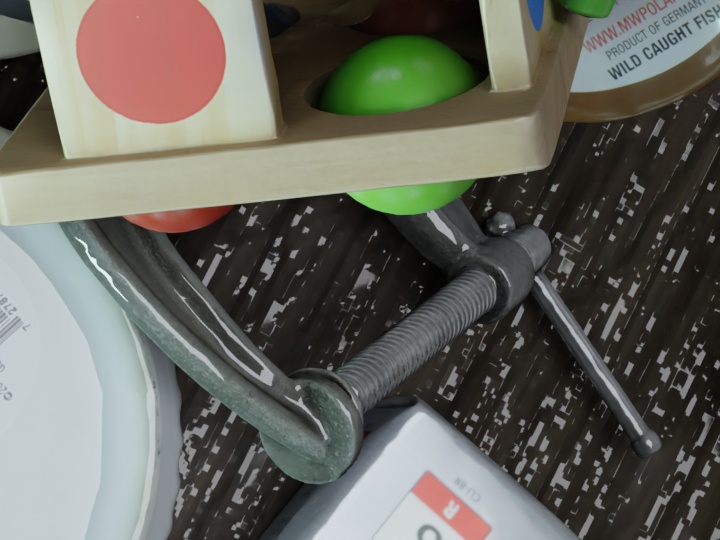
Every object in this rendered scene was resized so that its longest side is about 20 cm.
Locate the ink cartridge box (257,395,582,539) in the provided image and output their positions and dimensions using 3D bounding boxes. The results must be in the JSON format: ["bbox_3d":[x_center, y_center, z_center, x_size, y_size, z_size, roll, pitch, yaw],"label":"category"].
[{"bbox_3d":[0.007,0.160,0.797,0.162,0.050,0.200,42,73,-12],"label":"ink cartridge box"}]

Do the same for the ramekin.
[{"bbox_3d":[-0.140,0.042,0.721,0.200,0.105,0.200,1,88,-18],"label":"ramekin"}]

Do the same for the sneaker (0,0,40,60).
[{"bbox_3d":[-0.050,-0.135,0.770,0.199,0.079,0.130,-13,101,-9],"label":"sneaker"}]

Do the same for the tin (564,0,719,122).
[{"bbox_3d":[0.033,-0.128,0.707,0.112,0.042,0.200,-31,104,17],"label":"tin"}]

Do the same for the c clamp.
[{"bbox_3d":[0.000,0.000,0.755,0.171,0.027,0.200,55,29,6],"label":"c clamp"}]

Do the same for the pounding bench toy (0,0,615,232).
[{"bbox_3d":[0.015,-0.097,0.635,0.200,0.124,0.156,-5,112,13],"label":"pounding bench toy"}]
